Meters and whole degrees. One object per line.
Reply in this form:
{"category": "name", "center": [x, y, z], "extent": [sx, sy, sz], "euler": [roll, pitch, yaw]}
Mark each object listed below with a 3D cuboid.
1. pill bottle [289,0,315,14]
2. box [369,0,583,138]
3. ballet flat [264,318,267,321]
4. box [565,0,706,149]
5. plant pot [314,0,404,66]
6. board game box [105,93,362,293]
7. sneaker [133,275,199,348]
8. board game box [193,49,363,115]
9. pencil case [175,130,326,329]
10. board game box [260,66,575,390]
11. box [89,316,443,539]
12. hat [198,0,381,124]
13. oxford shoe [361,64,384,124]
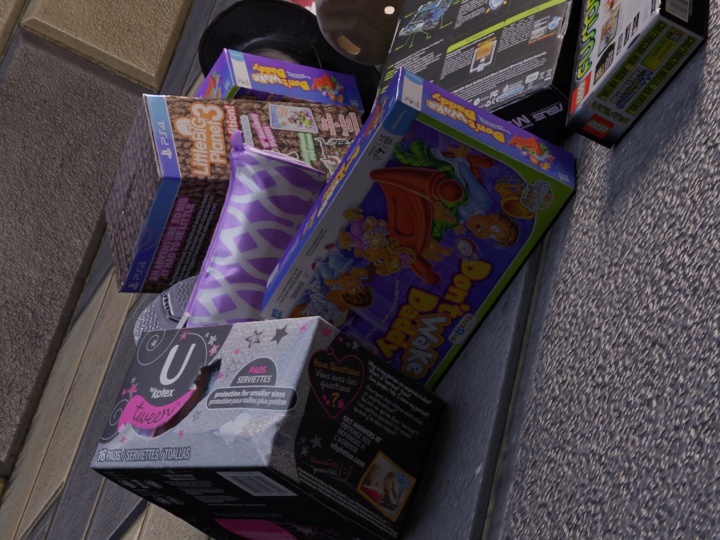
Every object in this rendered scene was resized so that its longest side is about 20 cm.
{"category": "pill bottle", "center": [-0.029, -0.243, 2.072], "extent": [0.113, 0.113, 0.200], "euler": [-53, 17, 43]}
{"category": "box", "center": [0.096, -0.164, 1.432], "extent": [0.200, 0.047, 0.193], "euler": [-21, 40, 43]}
{"category": "ballet flat", "center": [-0.050, 0.084, 1.517], "extent": [0.200, 0.072, 0.072], "euler": [97, -176, -45]}
{"category": "box", "center": [0.183, -0.184, 1.275], "extent": [0.110, 0.035, 0.200], "euler": [-53, 18, 44]}
{"category": "plant pot", "center": [0.025, -0.299, 1.837], "extent": [0.201, 0.200, 0.184], "euler": [-53, 28, 43]}
{"category": "board game box", "center": [-0.107, -0.063, 1.736], "extent": [0.160, 0.199, 0.097], "euler": [117, 147, -47]}
{"category": "sneaker", "center": [-0.105, 0.053, 1.718], "extent": [0.075, 0.200, 0.115], "euler": [55, 153, 27]}
{"category": "board game box", "center": [-0.105, -0.109, 1.811], "extent": [0.200, 0.134, 0.045], "euler": [-52, 41, 41]}
{"category": "pencil case", "center": [-0.094, -0.002, 1.552], "extent": [0.200, 0.085, 0.084], "euler": [-71, 18, -2]}
{"category": "board game box", "center": [0.037, -0.023, 1.334], "extent": [0.200, 0.134, 0.045], "euler": [-57, 14, 32]}
{"category": "box", "center": [-0.067, 0.110, 1.360], "extent": [0.200, 0.132, 0.115], "euler": [-8, 55, 47]}
{"category": "hat", "center": [-0.080, -0.158, 1.888], "extent": [0.201, 0.200, 0.081], "euler": [-52, 3, 44]}
{"category": "oxford shoe", "center": [-0.021, -0.154, 1.951], "extent": [0.200, 0.075, 0.071], "euler": [-55, 14, 36]}
